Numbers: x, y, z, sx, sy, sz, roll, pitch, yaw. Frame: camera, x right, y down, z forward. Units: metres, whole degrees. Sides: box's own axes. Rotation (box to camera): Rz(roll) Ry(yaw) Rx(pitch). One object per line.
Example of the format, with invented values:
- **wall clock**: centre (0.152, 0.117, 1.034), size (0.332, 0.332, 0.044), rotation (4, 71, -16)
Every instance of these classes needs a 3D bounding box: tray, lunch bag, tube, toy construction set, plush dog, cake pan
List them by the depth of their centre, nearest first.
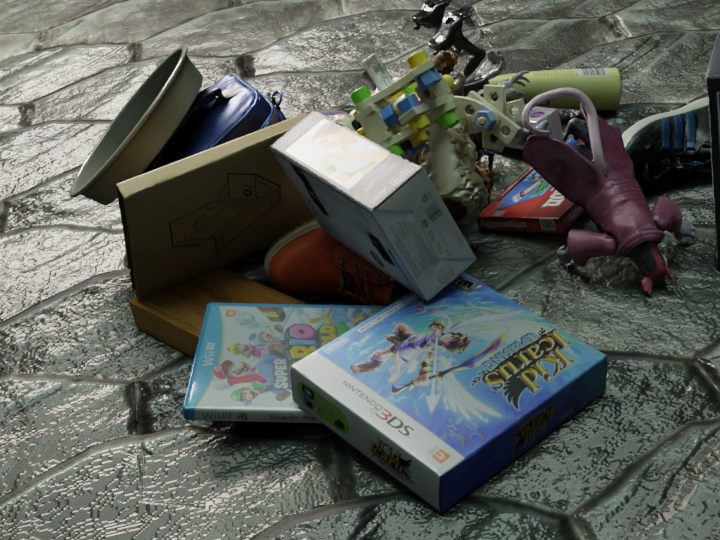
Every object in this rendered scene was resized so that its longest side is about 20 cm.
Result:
- **toy construction set**: centre (0.066, -0.151, 1.291), size (0.131, 0.092, 0.200), rotation (-33, -18, 31)
- **tray**: centre (-0.129, 0.048, 1.347), size (0.099, 0.037, 0.200), rotation (-32, 36, -31)
- **cake pan**: centre (-0.233, -0.149, 1.453), size (0.200, 0.037, 0.200), rotation (-45, 20, 21)
- **plush dog**: centre (0.060, -0.133, 1.457), size (0.200, 0.172, 0.161), rotation (21, 78, 10)
- **lunch bag**: centre (-0.150, -0.114, 1.466), size (0.200, 0.132, 0.136), rotation (-46, 31, -1)
- **tube**: centre (0.206, -0.214, 1.636), size (0.199, 0.058, 0.052), rotation (0, 52, -2)

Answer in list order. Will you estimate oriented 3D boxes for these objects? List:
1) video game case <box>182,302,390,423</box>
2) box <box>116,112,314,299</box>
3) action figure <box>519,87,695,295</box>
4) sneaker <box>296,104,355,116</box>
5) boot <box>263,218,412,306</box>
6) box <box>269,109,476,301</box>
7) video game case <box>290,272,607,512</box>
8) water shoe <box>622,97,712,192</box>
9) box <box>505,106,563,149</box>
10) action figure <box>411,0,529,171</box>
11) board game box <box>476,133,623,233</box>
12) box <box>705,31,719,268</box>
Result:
- **video game case**: centre (-0.048, 0.081, 1.228), size (0.199, 0.018, 0.143), rotation (1, 39, 4)
- **box**: centre (-0.137, -0.061, 1.347), size (0.200, 0.164, 0.021), rotation (-23, 58, -18)
- **action figure**: centre (0.246, -0.071, 1.305), size (0.134, 0.149, 0.200), rotation (-26, 63, -7)
- **sneaker**: centre (0.010, -0.167, 1.583), size (0.200, 0.076, 0.088), rotation (-7, 31, -38)
- **boot**: centre (0.000, 0.000, 1.351), size (0.199, 0.075, 0.107), rotation (-7, 34, 7)
- **box**: centre (0.008, -0.062, 1.253), size (0.060, 0.117, 0.200), rotation (-40, 36, -10)
- **video game case**: centre (0.074, 0.091, 1.156), size (0.200, 0.046, 0.181), rotation (-31, 46, -31)
- **water shoe**: centre (0.342, -0.129, 1.450), size (0.200, 0.072, 0.079), rotation (-30, 39, -27)
- **box**: centre (0.150, -0.174, 1.613), size (0.039, 0.042, 0.200), rotation (-32, 30, -31)
- **action figure**: centre (0.130, -0.203, 1.514), size (0.102, 0.200, 0.119), rotation (-29, 34, -8)
- **board game box**: centre (0.219, -0.096, 1.478), size (0.103, 0.019, 0.200), rotation (4, 32, 39)
- **box**: centre (0.427, -0.114, 1.261), size (0.199, 0.199, 0.123), rotation (1, 32, 21)
